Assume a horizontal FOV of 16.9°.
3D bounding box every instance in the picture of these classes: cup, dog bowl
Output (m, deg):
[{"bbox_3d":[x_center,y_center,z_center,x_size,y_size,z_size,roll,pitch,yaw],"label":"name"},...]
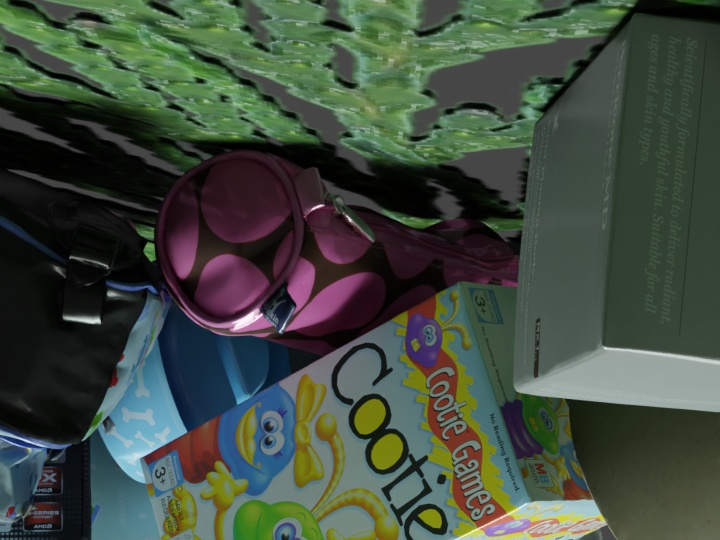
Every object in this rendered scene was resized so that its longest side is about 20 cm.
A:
[{"bbox_3d":[0.209,0.058,1.024,0.199,0.201,0.143,11,132,-34],"label":"cup"},{"bbox_3d":[-0.090,0.045,1.252,0.049,0.112,0.200,-17,-171,15],"label":"dog bowl"}]

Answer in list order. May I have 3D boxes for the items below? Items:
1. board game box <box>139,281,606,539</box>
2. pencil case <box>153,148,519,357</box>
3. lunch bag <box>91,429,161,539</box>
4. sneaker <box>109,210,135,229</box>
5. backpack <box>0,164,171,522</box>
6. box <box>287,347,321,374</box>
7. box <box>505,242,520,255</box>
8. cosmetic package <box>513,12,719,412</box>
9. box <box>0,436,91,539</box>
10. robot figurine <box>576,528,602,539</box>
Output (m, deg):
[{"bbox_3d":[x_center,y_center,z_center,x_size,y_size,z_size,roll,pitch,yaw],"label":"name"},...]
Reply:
[{"bbox_3d":[0.014,0.094,1.098,0.200,0.105,0.103,-30,158,32],"label":"board game box"},{"bbox_3d":[0.000,0.000,1.118,0.094,0.091,0.200,-38,154,24],"label":"pencil case"},{"bbox_3d":[-0.179,0.087,1.283,0.160,0.201,0.077,11,133,-22],"label":"lunch bag"},{"bbox_3d":[-0.208,-0.024,1.241,0.199,0.071,0.082,7,157,-28],"label":"sneaker"},{"bbox_3d":[-0.185,0.019,1.087,0.182,0.148,0.200,27,-177,2],"label":"backpack"},{"bbox_3d":[-0.045,0.109,1.572,0.199,0.198,0.124,10,174,-28],"label":"box"},{"bbox_3d":[0.085,0.018,1.315,0.199,0.049,0.161,4,175,15],"label":"box"},{"bbox_3d":[0.106,-0.012,0.801,0.090,0.108,0.200,6,172,-1],"label":"cosmetic package"},{"bbox_3d":[-0.230,0.076,1.183,0.199,0.161,0.044,1,144,-7],"label":"box"},{"bbox_3d":[0.059,0.092,1.278,0.170,0.113,0.200,54,153,-14],"label":"robot figurine"}]
